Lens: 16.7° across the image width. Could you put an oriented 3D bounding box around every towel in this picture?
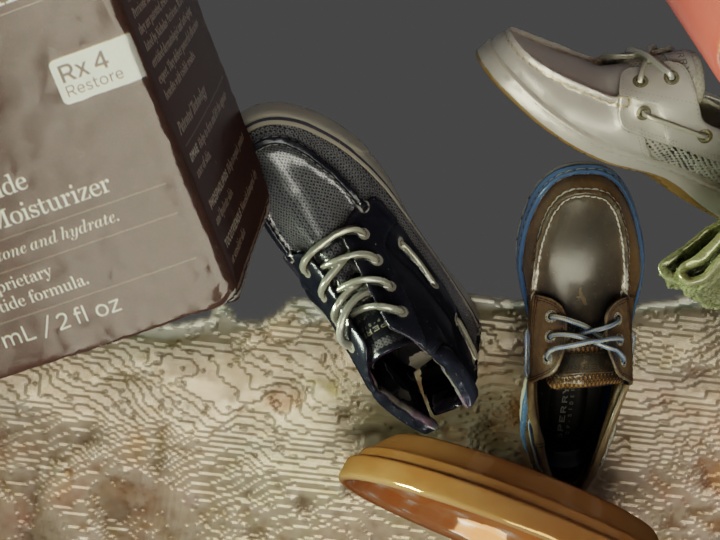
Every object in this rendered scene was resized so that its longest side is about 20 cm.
[{"bbox_3d":[0.238,-0.027,1.273,0.148,0.200,0.037,-39,74,15],"label":"towel"}]

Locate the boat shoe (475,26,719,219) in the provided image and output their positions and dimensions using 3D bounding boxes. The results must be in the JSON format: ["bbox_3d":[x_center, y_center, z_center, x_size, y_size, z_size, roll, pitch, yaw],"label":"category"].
[{"bbox_3d":[0.155,-0.090,1.295,0.200,0.071,0.069,23,117,-24],"label":"boat shoe"}]

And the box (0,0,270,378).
[{"bbox_3d":[-0.160,-0.075,1.218,0.165,0.164,0.201,-18,107,11],"label":"box"}]

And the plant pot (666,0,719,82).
[{"bbox_3d":[0.216,-0.171,1.155,0.200,0.178,0.201,-6,138,-5],"label":"plant pot"}]

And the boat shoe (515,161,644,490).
[{"bbox_3d":[0.126,0.038,1.364,0.072,0.072,0.201,-3,121,-1],"label":"boat shoe"}]

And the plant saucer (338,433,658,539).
[{"bbox_3d":[0.086,0.137,1.375,0.200,0.200,0.038,23,79,-14],"label":"plant saucer"}]

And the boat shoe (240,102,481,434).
[{"bbox_3d":[0.000,0.000,1.328,0.075,0.093,0.200,-36,115,18],"label":"boat shoe"}]
